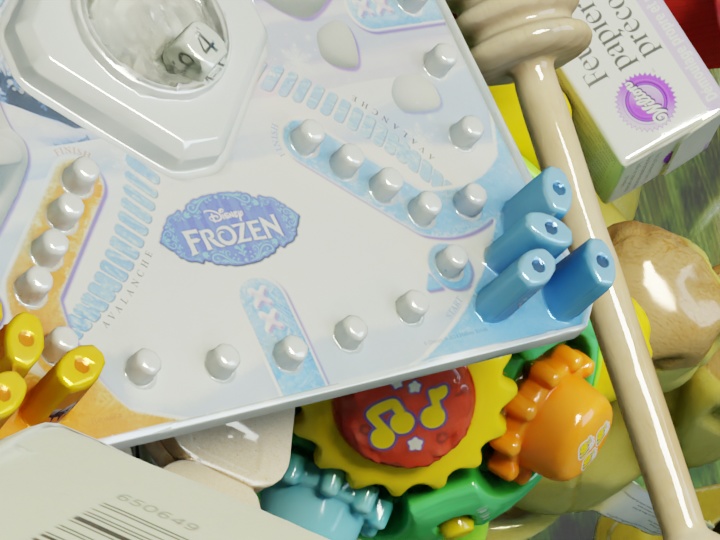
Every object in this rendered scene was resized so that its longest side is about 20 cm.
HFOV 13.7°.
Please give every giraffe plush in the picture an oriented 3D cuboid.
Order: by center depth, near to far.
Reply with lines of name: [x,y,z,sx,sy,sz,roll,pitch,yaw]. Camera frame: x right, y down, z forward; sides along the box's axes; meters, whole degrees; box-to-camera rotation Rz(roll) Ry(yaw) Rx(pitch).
giraffe plush: [0.064,-0.007,1.031,0.200,0.172,0.162,48,29,-62]

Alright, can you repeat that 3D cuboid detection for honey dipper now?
honey dipper: [0.059,-0.005,0.791,0.038,0.038,0.200,13,58,-66]

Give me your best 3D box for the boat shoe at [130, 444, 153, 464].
boat shoe: [-0.092,0.043,0.750,0.067,0.074,0.200,35,38,-41]

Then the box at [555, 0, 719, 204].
box: [0.039,-0.116,0.898,0.200,0.039,0.041,58,-11,13]

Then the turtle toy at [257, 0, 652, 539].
turtle toy: [0.000,0.000,0.844,0.101,0.146,0.200,-104,173,-68]

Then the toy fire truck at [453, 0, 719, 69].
toy fire truck: [0.055,-0.058,0.946,0.141,0.200,0.049,-70,150,-50]

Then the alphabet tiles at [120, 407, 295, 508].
alphabet tiles: [-0.098,0.021,0.689,0.200,0.015,0.196,26,52,-31]

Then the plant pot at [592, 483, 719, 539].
plant pot: [0.188,0.172,1.211,0.200,0.195,0.194,37,47,-47]

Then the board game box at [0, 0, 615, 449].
board game box: [-0.050,-0.061,0.726,0.200,0.026,0.200,-12,70,-39]

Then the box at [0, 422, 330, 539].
box: [-0.068,0.150,0.576,0.128,0.109,0.200,-25,132,-60]
